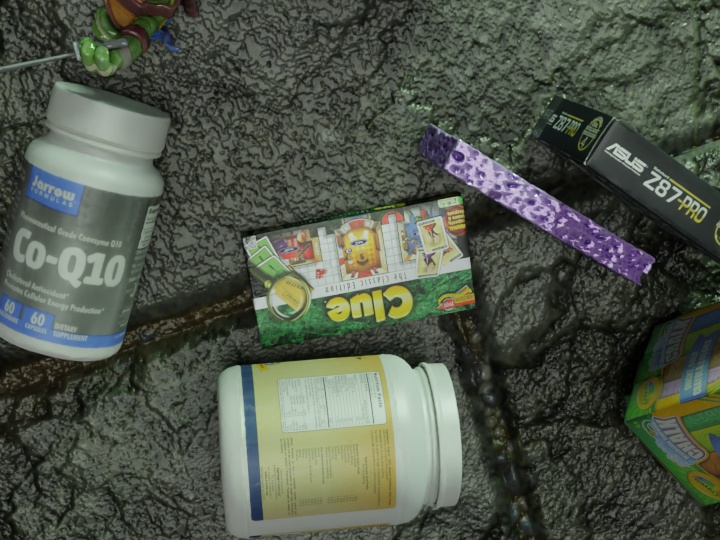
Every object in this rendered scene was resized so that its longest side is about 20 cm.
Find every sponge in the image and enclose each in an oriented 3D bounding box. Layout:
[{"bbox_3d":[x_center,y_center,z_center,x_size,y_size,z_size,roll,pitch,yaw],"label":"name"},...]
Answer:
[{"bbox_3d":[0.145,-0.056,0.952,0.198,0.112,0.030,29,97,-14],"label":"sponge"}]

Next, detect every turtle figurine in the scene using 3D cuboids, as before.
[{"bbox_3d":[-0.193,-0.226,0.818,0.198,0.146,0.194,23,142,-25],"label":"turtle figurine"}]

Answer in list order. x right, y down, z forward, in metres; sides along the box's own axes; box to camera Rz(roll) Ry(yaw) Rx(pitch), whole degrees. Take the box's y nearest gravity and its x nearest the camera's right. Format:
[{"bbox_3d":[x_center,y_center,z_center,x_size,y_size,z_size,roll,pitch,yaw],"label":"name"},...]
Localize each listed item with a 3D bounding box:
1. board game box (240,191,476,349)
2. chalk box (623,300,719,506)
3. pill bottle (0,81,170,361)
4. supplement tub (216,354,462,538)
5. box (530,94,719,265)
[{"bbox_3d":[0.000,0.000,0.994,0.197,0.023,0.106,-11,108,-5],"label":"board game box"},{"bbox_3d":[0.321,0.115,0.992,0.124,0.124,0.199,43,140,-15],"label":"chalk box"},{"bbox_3d":[-0.223,-0.041,0.905,0.112,0.114,0.203,15,102,-11],"label":"pill bottle"},{"bbox_3d":[-0.021,0.148,0.964,0.197,0.145,0.147,-3,105,-7],"label":"supplement tub"},{"bbox_3d":[0.249,-0.066,0.938,0.199,0.161,0.049,32,98,-13],"label":"box"}]
